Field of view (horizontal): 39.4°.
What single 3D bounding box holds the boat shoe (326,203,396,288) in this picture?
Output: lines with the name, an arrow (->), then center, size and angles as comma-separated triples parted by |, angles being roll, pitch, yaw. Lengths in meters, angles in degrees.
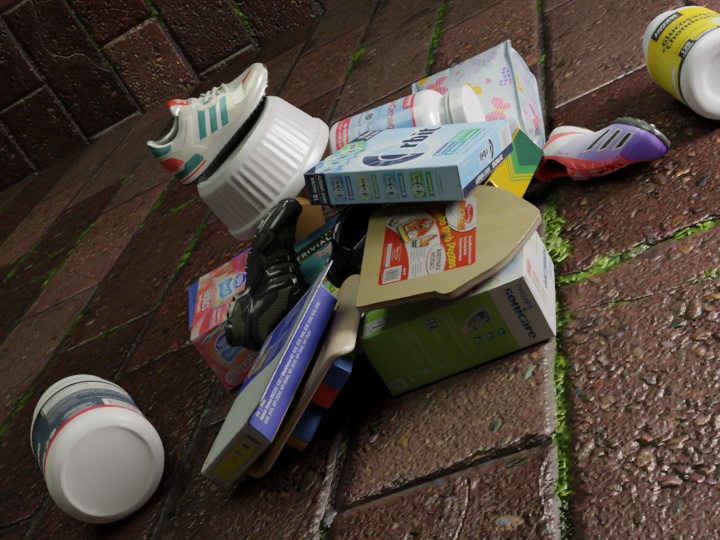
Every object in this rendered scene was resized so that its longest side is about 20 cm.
boat shoe -> 0.022, -0.075, 1.240 | 0.093, 0.074, 0.201 | 96, -162, -61

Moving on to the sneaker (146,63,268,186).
sneaker -> -0.210, -0.216, 1.373 | 0.200, 0.093, 0.070 | -51, 22, 5

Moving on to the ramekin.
ramekin -> -0.141, -0.149, 1.386 | 0.202, 0.094, 0.203 | -42, 23, 23

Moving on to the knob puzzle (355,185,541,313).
knob puzzle -> 0.100, -0.028, 1.089 | 0.218, 0.031, 0.220 | -17, 34, 12

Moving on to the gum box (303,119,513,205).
gum box -> 0.060, -0.129, 1.197 | 0.198, 0.045, 0.170 | -1, 24, 30

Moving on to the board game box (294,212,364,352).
board game box -> 0.000, 0.000, 1.301 | 0.150, 0.047, 0.200 | -34, 40, -3

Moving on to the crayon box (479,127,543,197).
crayon box -> 0.153, -0.087, 1.261 | 0.126, 0.052, 0.200 | -44, 5, 36

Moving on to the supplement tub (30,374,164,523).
supplement tub -> -0.334, 0.216, 1.257 | 0.140, 0.141, 0.200 | -39, 23, -14

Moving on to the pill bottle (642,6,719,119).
pill bottle -> 0.426, -0.269, 1.267 | 0.111, 0.112, 0.200 | -29, 23, 8

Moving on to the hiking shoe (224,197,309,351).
hiking shoe -> -0.096, 0.011, 1.264 | 0.076, 0.100, 0.202 | 86, -157, -84

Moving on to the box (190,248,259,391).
box -> -0.164, 0.062, 1.400 | 0.102, 0.095, 0.200 | -29, 23, 8

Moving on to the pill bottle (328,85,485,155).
pill bottle -> 0.065, -0.178, 1.357 | 0.199, 0.109, 0.109 | -17, 27, 25

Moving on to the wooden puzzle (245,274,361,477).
wooden puzzle -> -0.050, 0.121, 1.135 | 0.201, 0.046, 0.186 | -55, 10, 24

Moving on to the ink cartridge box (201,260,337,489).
ink cartridge box -> -0.089, 0.115, 1.092 | 0.200, 0.047, 0.198 | -46, 14, 50

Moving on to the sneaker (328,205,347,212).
sneaker -> 0.028, -0.088, 1.457 | 0.199, 0.087, 0.078 | 11, 54, 48

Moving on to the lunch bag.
lunch bag -> 0.172, -0.196, 1.437 | 0.168, 0.127, 0.201 | -22, 51, 24

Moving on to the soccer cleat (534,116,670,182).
soccer cleat -> 0.299, -0.143, 1.256 | 0.073, 0.068, 0.199 | -56, 28, -15

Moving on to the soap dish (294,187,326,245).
soap dish -> -0.088, -0.055, 1.475 | 0.080, 0.159, 0.200 | -16, 22, -4

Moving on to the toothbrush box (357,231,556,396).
toothbrush box -> 0.109, 0.035, 1.112 | 0.199, 0.086, 0.146 | -22, 25, 22

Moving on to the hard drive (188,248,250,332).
hard drive -> -0.214, 0.032, 1.601 | 0.131, 0.025, 0.200 | -33, 19, 1
